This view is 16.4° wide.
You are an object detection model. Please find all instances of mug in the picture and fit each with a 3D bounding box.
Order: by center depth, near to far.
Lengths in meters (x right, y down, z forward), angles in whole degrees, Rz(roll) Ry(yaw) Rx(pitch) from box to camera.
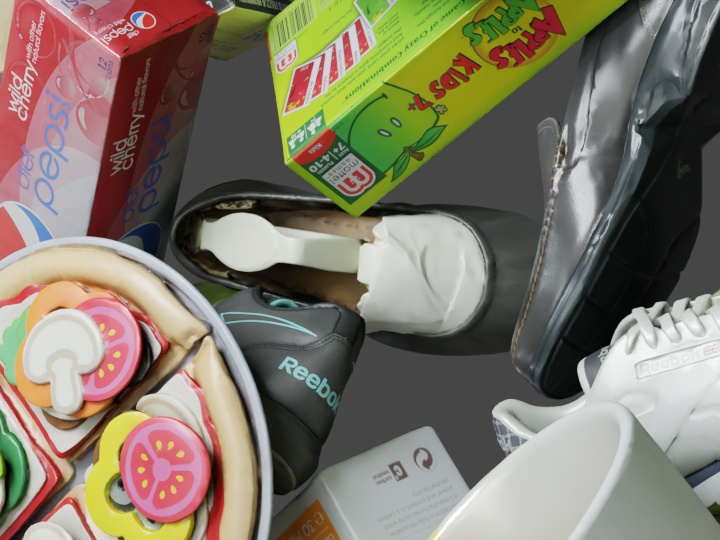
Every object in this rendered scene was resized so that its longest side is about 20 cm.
[{"bbox_3d":[0.090,0.162,0.957,0.153,0.150,0.186,43,136,-10],"label":"mug"}]

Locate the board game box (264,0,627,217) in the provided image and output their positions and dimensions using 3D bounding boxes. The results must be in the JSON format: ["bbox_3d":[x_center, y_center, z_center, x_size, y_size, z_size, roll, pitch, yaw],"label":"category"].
[{"bbox_3d":[0.049,-0.123,1.068,0.200,0.048,0.102,-38,36,22],"label":"board game box"}]

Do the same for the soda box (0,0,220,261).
[{"bbox_3d":[-0.124,-0.045,1.130,0.070,0.063,0.201,37,135,24],"label":"soda box"}]

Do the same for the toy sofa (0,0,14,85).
[{"bbox_3d":[-0.208,-0.105,1.221,0.199,0.098,0.083,-15,59,27],"label":"toy sofa"}]

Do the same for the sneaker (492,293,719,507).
[{"bbox_3d":[0.144,0.041,0.993,0.200,0.076,0.081,-36,89,21],"label":"sneaker"}]

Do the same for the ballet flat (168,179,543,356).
[{"bbox_3d":[0.000,0.000,1.109,0.199,0.068,0.069,7,93,27],"label":"ballet flat"}]

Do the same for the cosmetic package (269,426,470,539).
[{"bbox_3d":[0.033,0.182,1.072,0.201,0.071,0.101,58,139,14],"label":"cosmetic package"}]

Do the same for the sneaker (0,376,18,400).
[{"bbox_3d":[-0.100,0.122,1.126,0.071,0.080,0.201,-20,104,30],"label":"sneaker"}]

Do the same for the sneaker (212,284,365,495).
[{"bbox_3d":[-0.056,0.053,1.114,0.080,0.075,0.200,-57,23,-16],"label":"sneaker"}]

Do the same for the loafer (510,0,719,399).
[{"bbox_3d":[0.107,-0.044,1.059,0.072,0.073,0.201,26,92,34],"label":"loafer"}]

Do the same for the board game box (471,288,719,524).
[{"bbox_3d":[0.136,0.098,1.061,0.200,0.032,0.120,-41,75,21],"label":"board game box"}]

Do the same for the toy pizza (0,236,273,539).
[{"bbox_3d":[-0.122,0.086,1.042,0.199,0.032,0.202,0,91,34],"label":"toy pizza"}]

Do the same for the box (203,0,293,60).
[{"bbox_3d":[-0.090,-0.200,1.155,0.050,0.075,0.201,-22,79,24],"label":"box"}]
